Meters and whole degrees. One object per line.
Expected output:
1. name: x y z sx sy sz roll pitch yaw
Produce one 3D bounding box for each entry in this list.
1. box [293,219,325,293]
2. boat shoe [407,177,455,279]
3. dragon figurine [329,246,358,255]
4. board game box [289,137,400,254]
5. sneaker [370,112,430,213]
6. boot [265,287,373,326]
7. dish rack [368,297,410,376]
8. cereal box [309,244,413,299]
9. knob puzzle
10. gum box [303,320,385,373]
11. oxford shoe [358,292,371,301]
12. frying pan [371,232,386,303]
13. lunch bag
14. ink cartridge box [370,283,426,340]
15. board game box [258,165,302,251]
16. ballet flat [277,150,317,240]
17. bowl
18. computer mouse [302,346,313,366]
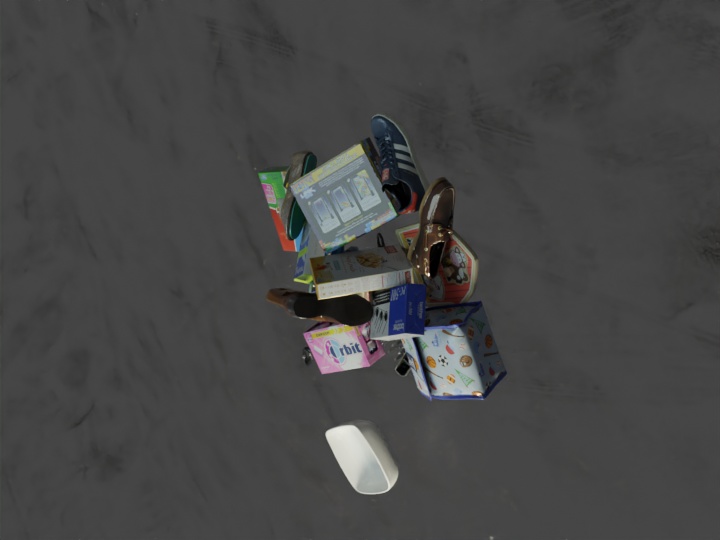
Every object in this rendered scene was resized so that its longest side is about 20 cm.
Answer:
1. box: -0.105 -0.056 1.784 0.122 0.047 0.205 154 126 -74
2. boat shoe: 0.146 -0.076 1.528 0.071 0.069 0.203 49 142 38
3. dragon figurine: -0.041 -0.041 1.801 0.059 0.202 0.099 37 117 -21
4. board game box: -0.027 -0.150 1.658 0.197 0.057 0.168 -25 96 30
5. sneaker: 0.062 -0.202 1.549 0.075 0.084 0.203 -28 91 56
6. boot: -0.087 0.074 1.699 0.199 0.184 0.070 -169 77 -69
7. dish rack: 0.072 0.118 1.799 0.201 0.054 0.154 49 144 18
8. cereal box: 0.000 0.000 1.634 0.144 0.195 0.040 -115 16 -67
9. knob puzzle: 0.157 -0.010 1.613 0.218 0.030 0.224 32 137 36
10. gum box: -0.038 0.175 1.954 0.198 0.066 0.115 -16 102 47
11. oxford shoe: -0.018 0.050 1.777 0.200 0.073 0.072 119 159 -71
12. frying pan: 0.068 0.025 1.718 0.113 0.031 0.195 12 105 37
13. lunch bag: 0.167 0.166 1.628 0.197 0.123 0.173 -6 109 45
14. ink cartridge box: 0.072 0.084 1.589 0.200 0.043 0.097 159 116 -70
15. board game box: -0.158 -0.145 1.919 0.151 0.040 0.204 6 118 51
16. ballet flat: -0.148 -0.167 1.795 0.066 0.068 0.205 11 82 29
17. bowl: 0.014 0.480 2.122 0.199 0.074 0.203 -27 91 57
18. computer mouse: -0.114 0.210 2.138 0.059 0.034 0.200 58 153 7
